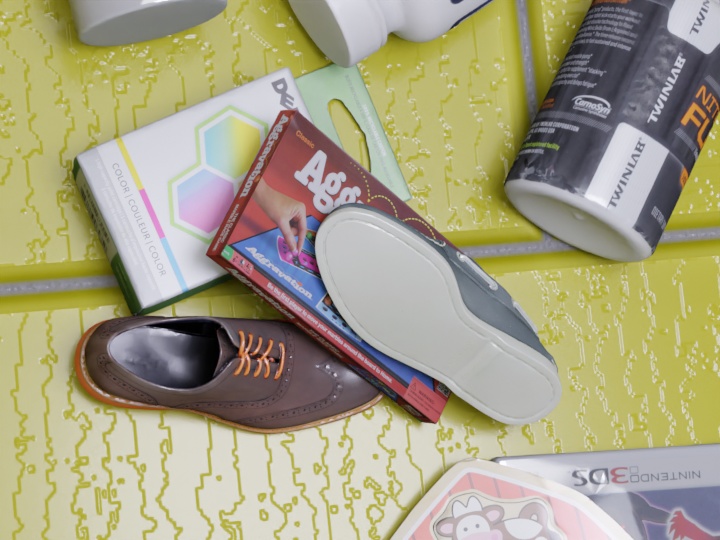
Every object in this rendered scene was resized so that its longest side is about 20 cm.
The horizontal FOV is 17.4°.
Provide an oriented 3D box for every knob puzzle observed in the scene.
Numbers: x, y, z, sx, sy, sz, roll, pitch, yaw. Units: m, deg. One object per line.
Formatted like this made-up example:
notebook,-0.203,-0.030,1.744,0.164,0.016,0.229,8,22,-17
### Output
knob puzzle,0.092,0.213,1.455,0.218,0.030,0.221,0,83,3

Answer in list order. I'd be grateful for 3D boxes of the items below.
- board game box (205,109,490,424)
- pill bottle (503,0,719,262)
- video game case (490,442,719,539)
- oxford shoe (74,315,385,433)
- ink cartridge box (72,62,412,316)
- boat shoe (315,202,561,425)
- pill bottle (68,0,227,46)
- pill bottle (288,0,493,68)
board game box,0.000,0.000,1.441,0.200,0.019,0.103,39,67,-33
pill bottle,0.178,-0.115,1.499,0.106,0.106,0.201,28,78,-6
video game case,0.178,0.214,1.495,0.181,0.023,0.201,-3,83,-11
oxford shoe,-0.071,0.061,1.440,0.199,0.073,0.072,1,81,-17
ink cartridge box,-0.069,-0.058,1.467,0.199,0.059,0.104,-23,87,-13
boat shoe,0.045,0.019,1.441,0.073,0.062,0.200,-39,119,22
pill bottle,-0.152,-0.248,1.450,0.113,0.114,0.201,-14,84,-12
pill bottle,0.050,-0.215,1.486,0.199,0.111,0.111,-34,89,-14
